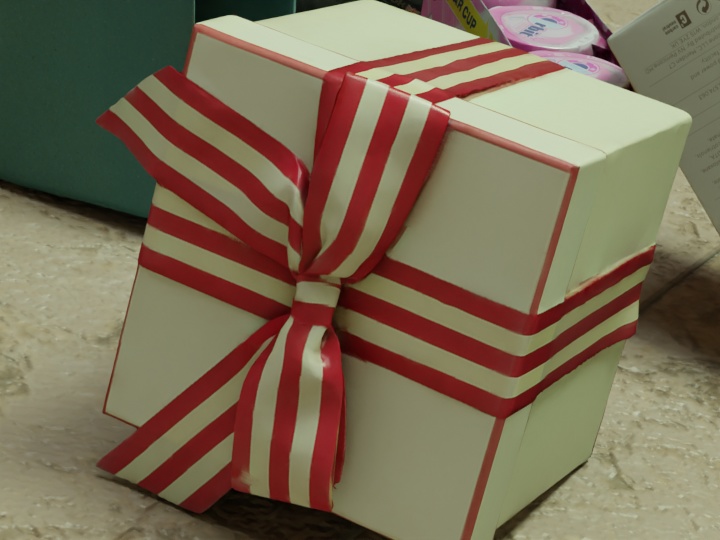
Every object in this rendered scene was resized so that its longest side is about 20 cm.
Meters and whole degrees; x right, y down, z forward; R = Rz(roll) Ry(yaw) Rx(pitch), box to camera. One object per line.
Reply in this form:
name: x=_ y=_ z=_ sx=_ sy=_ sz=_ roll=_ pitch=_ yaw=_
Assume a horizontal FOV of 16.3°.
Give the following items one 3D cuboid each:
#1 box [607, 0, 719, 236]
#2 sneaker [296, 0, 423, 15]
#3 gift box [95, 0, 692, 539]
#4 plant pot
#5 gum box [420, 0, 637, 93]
box: x=0.224 y=-0.057 z=1.165 sx=0.124 sy=0.097 sz=0.201 roll=-28 pitch=88 yaw=-54
sneaker: x=0.001 y=-0.168 z=1.445 sx=0.198 sy=0.088 sz=0.076 roll=11 pitch=25 yaw=2
gift box: x=0.000 y=0.000 z=0.991 sx=0.199 sy=0.186 sz=0.187 roll=16 pitch=16 yaw=19
plant pot: x=-0.147 y=-0.124 z=1.238 sx=0.198 sy=0.142 sz=0.141 roll=10 pitch=23 yaw=17
gum box: x=0.079 y=-0.078 z=1.255 sx=0.066 sy=0.114 sz=0.200 roll=4 pitch=26 yaw=-15
